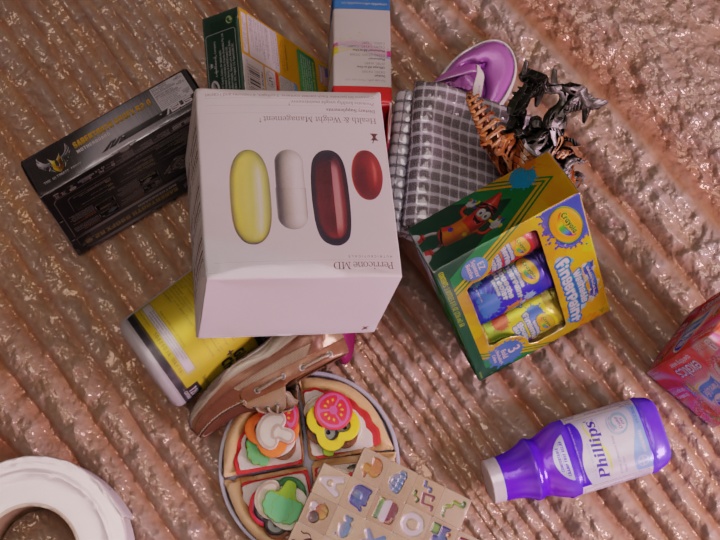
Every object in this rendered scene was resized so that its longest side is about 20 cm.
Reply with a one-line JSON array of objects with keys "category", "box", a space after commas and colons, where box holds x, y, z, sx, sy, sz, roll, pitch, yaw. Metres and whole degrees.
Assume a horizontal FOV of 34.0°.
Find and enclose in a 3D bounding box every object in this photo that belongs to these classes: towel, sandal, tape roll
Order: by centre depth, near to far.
[{"category": "tape roll", "box": [-0.332, 0.294, 1.210, 0.199, 0.071, 0.206, 1, 76, -2]}, {"category": "towel", "box": [0.124, -0.102, 1.281, 0.198, 0.085, 0.168, 12, 74, -32]}, {"category": "sandal", "box": [0.107, -0.195, 1.361, 0.202, 0.050, 0.083, -42, 82, -10]}]

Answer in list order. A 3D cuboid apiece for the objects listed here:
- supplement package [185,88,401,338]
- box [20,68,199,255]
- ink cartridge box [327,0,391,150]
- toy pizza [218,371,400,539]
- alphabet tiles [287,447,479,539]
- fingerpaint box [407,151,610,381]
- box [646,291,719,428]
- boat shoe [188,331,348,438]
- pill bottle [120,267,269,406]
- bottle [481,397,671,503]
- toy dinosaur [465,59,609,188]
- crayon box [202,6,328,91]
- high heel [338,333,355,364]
[{"category": "supplement package", "box": [-0.072, -0.055, 1.165, 0.188, 0.147, 0.203, -2, 66, -13]}, {"category": "box", "box": [-0.248, -0.113, 1.266, 0.198, 0.159, 0.049, -32, 72, -9]}, {"category": "ink cartridge box", "box": [-0.003, -0.204, 1.307, 0.066, 0.117, 0.203, 2, 64, -3]}, {"category": "toy pizza", "box": [-0.055, 0.207, 1.264, 0.197, 0.032, 0.204, 1, 76, -3]}, {"category": "alphabet tiles", "box": [0.027, 0.292, 1.241, 0.198, 0.006, 0.168, 27, 79, -7]}, {"category": "fingerpaint box", "box": [0.160, 0.002, 1.225, 0.165, 0.201, 0.074, -28, 48, -1]}, {"category": "box", "box": [0.392, 0.087, 1.230, 0.102, 0.200, 0.095, 39, 76, 6]}, {"category": "boat shoe", "box": [-0.097, 0.118, 1.237, 0.199, 0.076, 0.072, -40, 81, 12]}, {"category": "pill bottle", "box": [-0.149, 0.044, 1.258, 0.199, 0.112, 0.112, -37, 81, -10]}, {"category": "bottle", "box": [0.229, 0.199, 1.263, 0.197, 0.065, 0.085, -15, 76, -6]}, {"category": "toy dinosaur", "box": [0.181, -0.134, 1.217, 0.101, 0.199, 0.137, 30, 93, 27]}, {"category": "crayon box", "box": [-0.096, -0.192, 1.300, 0.051, 0.199, 0.128, -13, 75, 26]}, {"category": "high heel", "box": [0.000, 0.000, 1.297, 0.095, 0.067, 0.203, -9, 73, 6]}]
